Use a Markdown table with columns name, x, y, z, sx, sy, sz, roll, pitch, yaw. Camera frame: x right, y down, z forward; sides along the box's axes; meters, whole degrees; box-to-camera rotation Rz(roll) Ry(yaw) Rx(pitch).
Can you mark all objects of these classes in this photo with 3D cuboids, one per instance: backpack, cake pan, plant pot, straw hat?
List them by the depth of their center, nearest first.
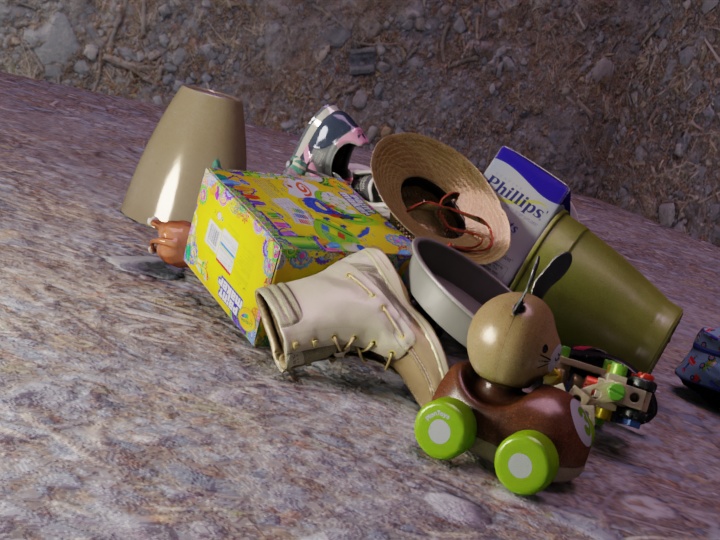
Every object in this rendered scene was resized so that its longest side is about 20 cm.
| name | x | y | z | sx | sy | sz | roll | pitch | yaw |
| --- | --- | --- | --- | --- | --- | --- | --- | --- | --- |
| cake pan | 0.126 | 0.041 | 1.381 | 0.199 | 0.037 | 0.201 | 34 | 17 | -12 |
| straw hat | 0.077 | -0.062 | 1.550 | 0.199 | 0.085 | 0.203 | 20 | 44 | -20 |
| plant pot | 0.289 | 0.060 | 1.609 | 0.192 | 0.202 | 0.200 | 31 | 14 | 15 |
| backpack | 0.526 | 0.126 | 1.699 | 0.181 | 0.136 | 0.199 | 6 | 11 | -43 |
| plant pot | -0.243 | -0.166 | 1.918 | 0.185 | 0.202 | 0.187 | 14 | 10 | -3 |

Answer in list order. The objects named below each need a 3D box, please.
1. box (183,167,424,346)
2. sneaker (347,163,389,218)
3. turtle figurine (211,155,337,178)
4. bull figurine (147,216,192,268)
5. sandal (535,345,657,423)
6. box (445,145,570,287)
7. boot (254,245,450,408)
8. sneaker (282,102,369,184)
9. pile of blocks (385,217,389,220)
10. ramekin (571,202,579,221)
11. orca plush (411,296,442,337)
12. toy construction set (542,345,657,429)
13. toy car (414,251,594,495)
| name | x | y | z | sx | sy | sz | roll | pitch | yaw |
| --- | --- | --- | --- | --- | --- | --- | --- | --- | --- |
| box | -0.068 | -0.016 | 1.473 | 0.191 | 0.123 | 0.200 | 2 | 27 | -33 |
| sneaker | -0.007 | -0.116 | 1.781 | 0.198 | 0.077 | 0.080 | 9 | -5 | 33 |
| turtle figurine | -0.104 | -0.078 | 1.699 | 0.198 | 0.151 | 0.101 | 16 | 38 | 2 |
| bull figurine | -0.179 | -0.022 | 1.634 | 0.198 | 0.066 | 0.121 | 18 | -2 | -31 |
| sandal | 0.264 | 0.119 | 1.504 | 0.199 | 0.076 | 0.045 | 21 | 25 | 41 |
| box | 0.179 | -0.031 | 1.670 | 0.104 | 0.201 | 0.184 | 32 | -3 | 13 |
| boot | -0.007 | 0.079 | 1.310 | 0.153 | 0.072 | 0.201 | -18 | 63 | -25 |
| sneaker | -0.057 | -0.121 | 1.744 | 0.082 | 0.201 | 0.070 | 38 | 32 | 19 |
| pile of blocks | 0.076 | -0.023 | 1.868 | 0.199 | 0.082 | 0.062 | 39 | 0 | 6 |
| ramekin | 0.256 | -0.057 | 2.112 | 0.200 | 0.205 | 0.094 | 16 | 0 | 6 |
| orca plush | 0.046 | 0.038 | 1.624 | 0.105 | 0.072 | 0.199 | 22 | 13 | 38 |
| toy construction set | 0.240 | 0.129 | 1.374 | 0.130 | 0.093 | 0.200 | 17 | 11 | 7 |
| toy car | 0.157 | 0.082 | 1.200 | 0.156 | 0.202 | 0.164 | 20 | 12 | 22 |
